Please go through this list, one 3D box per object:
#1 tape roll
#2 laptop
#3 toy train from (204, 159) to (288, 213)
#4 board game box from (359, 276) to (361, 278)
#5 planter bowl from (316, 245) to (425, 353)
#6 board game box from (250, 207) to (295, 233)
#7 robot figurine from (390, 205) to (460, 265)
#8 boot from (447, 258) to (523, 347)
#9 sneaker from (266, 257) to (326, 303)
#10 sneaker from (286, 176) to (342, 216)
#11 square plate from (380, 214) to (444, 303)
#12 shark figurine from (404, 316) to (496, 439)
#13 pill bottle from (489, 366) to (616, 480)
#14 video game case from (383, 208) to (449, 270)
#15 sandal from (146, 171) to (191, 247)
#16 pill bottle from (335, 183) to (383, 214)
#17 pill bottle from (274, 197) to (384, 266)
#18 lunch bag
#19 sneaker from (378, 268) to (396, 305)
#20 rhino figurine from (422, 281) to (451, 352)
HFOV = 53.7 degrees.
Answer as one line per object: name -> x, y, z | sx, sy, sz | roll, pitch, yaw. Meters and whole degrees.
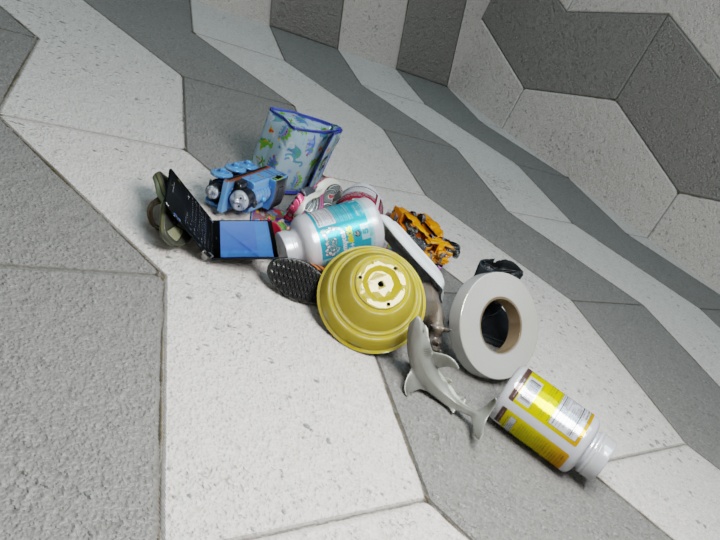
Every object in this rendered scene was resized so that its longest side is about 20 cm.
tape roll -> 0.255, 0.104, 1.348 | 0.201, 0.205, 0.037 | 13, -9, -29
laptop -> -0.252, -0.104, 1.291 | 0.201, 0.103, 0.178 | 55, 5, -27
toy train -> -0.235, -0.170, 1.467 | 0.113, 0.088, 0.200 | 22, 23, 13
board game box -> 0.000, 0.000, 1.467 | 0.199, 0.024, 0.105 | 4, 37, -42
planter bowl -> 0.027, 0.035, 1.228 | 0.198, 0.084, 0.203 | 4, 68, -10
board game box -> -0.149, -0.095, 1.481 | 0.157, 0.039, 0.201 | 21, 25, -16
robot figurine -> 0.148, -0.079, 1.648 | 0.144, 0.059, 0.201 | 12, 28, -28
boot -> 0.296, 0.068, 1.473 | 0.198, 0.169, 0.077 | 16, 27, -26
sneaker -> -0.081, 0.023, 1.314 | 0.198, 0.071, 0.090 | 16, 5, -16
sneaker -> -0.085, -0.137, 1.500 | 0.075, 0.081, 0.200 | 43, 29, 2
square plate -> 0.111, -0.026, 1.472 | 0.198, 0.028, 0.200 | 49, -2, 12
shark figurine -> 0.122, 0.196, 1.190 | 0.089, 0.128, 0.215 | -31, 78, -34
pill bottle -> 0.325, 0.261, 1.202 | 0.199, 0.110, 0.109 | 36, 26, 16
video game case -> 0.123, -0.068, 1.717 | 0.180, 0.036, 0.200 | 28, 25, 3
sandal -> -0.349, -0.102, 1.273 | 0.080, 0.057, 0.202 | 55, 5, -40
pill bottle -> -0.005, -0.125, 1.601 | 0.112, 0.114, 0.200 | 25, 25, -6
pill bottle -> -0.061, -0.065, 1.371 | 0.198, 0.112, 0.111 | -18, 44, -20
lunch bag -> -0.142, -0.275, 1.679 | 0.127, 0.171, 0.199 | 42, 26, 29
sneaker -> 0.045, 0.051, 1.351 | 0.076, 0.089, 0.201 | -8, 46, -16
rhino figurine -> 0.127, 0.093, 1.347 | 0.059, 0.088, 0.201 | 19, 26, -17
